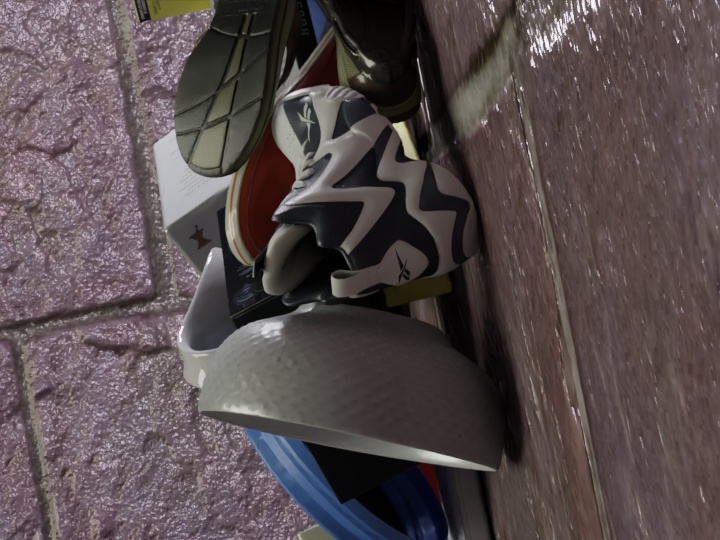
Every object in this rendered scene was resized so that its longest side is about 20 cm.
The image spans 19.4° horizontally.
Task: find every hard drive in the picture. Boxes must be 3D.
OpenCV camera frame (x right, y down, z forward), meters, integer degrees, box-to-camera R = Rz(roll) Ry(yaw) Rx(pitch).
[{"bbox_3d":[0.075,0.153,1.653,0.132,0.026,0.202,114,146,-85],"label":"hard drive"}]

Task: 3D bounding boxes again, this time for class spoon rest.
[{"bbox_3d":[-0.106,0.045,1.597,0.200,0.060,0.100,-97,-1,-75],"label":"spoon rest"}]

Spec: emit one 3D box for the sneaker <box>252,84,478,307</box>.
[{"bbox_3d":[-0.031,-0.042,1.336,0.199,0.129,0.080,43,148,37],"label":"sneaker"}]

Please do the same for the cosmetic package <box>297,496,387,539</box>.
[{"bbox_3d":[0.034,0.291,1.758,0.202,0.087,0.103,68,-164,4],"label":"cosmetic package"}]

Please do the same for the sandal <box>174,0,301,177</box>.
[{"bbox_3d":[-0.069,-0.158,1.443,0.057,0.079,0.203,27,-104,-52],"label":"sandal"}]

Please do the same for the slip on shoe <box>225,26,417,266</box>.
[{"bbox_3d":[-0.028,-0.090,1.458,0.061,0.201,0.074,24,167,43],"label":"slip on shoe"}]

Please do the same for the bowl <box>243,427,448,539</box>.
[{"bbox_3d":[-0.016,0.149,1.635,0.200,0.039,0.201,42,-166,-13],"label":"bowl"}]

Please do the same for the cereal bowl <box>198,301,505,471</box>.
[{"bbox_3d":[-0.001,0.071,1.349,0.200,0.198,0.084,100,-179,-81],"label":"cereal bowl"}]

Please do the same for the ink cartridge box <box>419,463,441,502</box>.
[{"bbox_3d":[0.039,0.150,1.908,0.201,0.067,0.117,-105,5,-54],"label":"ink cartridge box"}]

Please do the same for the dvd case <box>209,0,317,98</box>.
[{"bbox_3d":[-0.077,-0.198,1.591,0.150,0.025,0.202,146,112,-66],"label":"dvd case"}]

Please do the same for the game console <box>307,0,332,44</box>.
[{"bbox_3d":[-0.075,-0.236,1.623,0.176,0.116,0.200,55,166,-21],"label":"game console"}]

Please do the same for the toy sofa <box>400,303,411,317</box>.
[{"bbox_3d":[0.000,0.000,1.750,0.200,0.082,0.099,-82,-17,-78],"label":"toy sofa"}]

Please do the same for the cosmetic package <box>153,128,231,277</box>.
[{"bbox_3d":[-0.081,-0.066,1.996,0.167,0.167,0.200,53,-170,-26],"label":"cosmetic package"}]

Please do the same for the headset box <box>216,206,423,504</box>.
[{"bbox_3d":[-0.023,0.045,1.535,0.175,0.092,0.200,61,-174,-24],"label":"headset box"}]

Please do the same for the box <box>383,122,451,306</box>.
[{"bbox_3d":[0.021,-0.058,1.527,0.201,0.050,0.076,-105,2,-59],"label":"box"}]

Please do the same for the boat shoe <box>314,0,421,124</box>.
[{"bbox_3d":[0.005,-0.191,1.418,0.065,0.072,0.201,101,156,-53],"label":"boat shoe"}]

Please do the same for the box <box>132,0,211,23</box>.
[{"bbox_3d":[-0.103,-0.274,1.817,0.050,0.198,0.076,83,176,-57],"label":"box"}]

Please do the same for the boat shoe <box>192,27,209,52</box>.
[{"bbox_3d":[-0.058,-0.145,1.837,0.072,0.199,0.065,-54,4,23],"label":"boat shoe"}]
